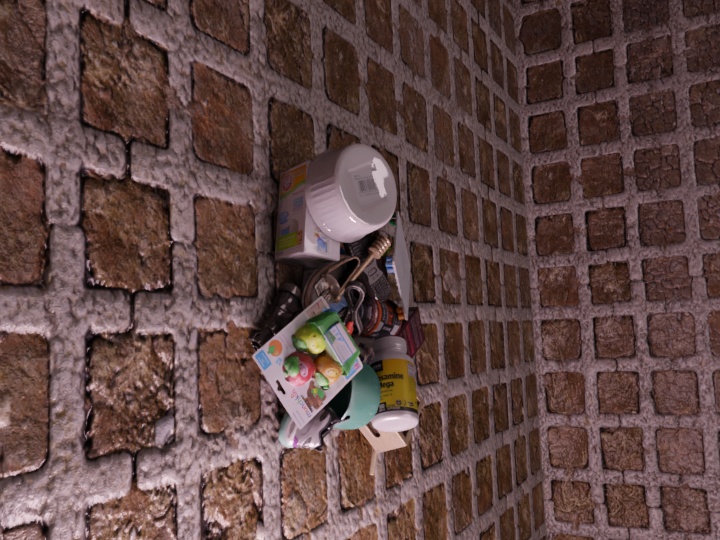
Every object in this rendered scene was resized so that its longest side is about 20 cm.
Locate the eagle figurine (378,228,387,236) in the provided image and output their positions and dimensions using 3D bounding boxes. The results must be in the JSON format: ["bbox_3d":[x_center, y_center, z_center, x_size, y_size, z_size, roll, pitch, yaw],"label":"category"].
[{"bbox_3d":[-0.031,-0.158,1.604,0.151,0.148,0.205,19,58,-77],"label":"eagle figurine"}]

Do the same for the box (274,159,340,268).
[{"bbox_3d":[-0.112,-0.120,1.508,0.100,0.111,0.205,13,73,-40],"label":"box"}]

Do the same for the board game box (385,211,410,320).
[{"bbox_3d":[0.098,-0.012,1.778,0.203,0.025,0.203,-83,163,-47],"label":"board game box"}]

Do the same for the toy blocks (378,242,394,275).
[{"bbox_3d":[0.037,0.004,1.811,0.200,0.097,0.140,-44,133,-75],"label":"toy blocks"}]

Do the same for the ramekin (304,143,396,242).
[{"bbox_3d":[-0.014,-0.168,1.467,0.197,0.097,0.206,10,75,-40],"label":"ramekin"}]

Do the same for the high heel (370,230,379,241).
[{"bbox_3d":[-0.022,-0.086,1.728,0.199,0.071,0.145,41,43,-32],"label":"high heel"}]

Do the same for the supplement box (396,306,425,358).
[{"bbox_3d":[0.117,0.195,1.966,0.200,0.060,0.111,-41,122,-56],"label":"supplement box"}]

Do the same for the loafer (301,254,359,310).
[{"bbox_3d":[-0.063,0.022,1.517,0.201,0.062,0.073,-55,129,-50],"label":"loafer"}]

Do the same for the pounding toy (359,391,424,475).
[{"bbox_3d":[0.055,0.373,1.762,0.202,0.140,0.185,55,37,-16],"label":"pounding toy"}]

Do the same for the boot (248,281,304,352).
[{"bbox_3d":[-0.155,0.143,1.471,0.201,0.068,0.176,54,46,-38],"label":"boot"}]

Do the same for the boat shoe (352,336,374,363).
[{"bbox_3d":[-0.013,0.220,1.726,0.094,0.074,0.200,-63,171,11],"label":"boat shoe"}]

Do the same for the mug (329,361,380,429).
[{"bbox_3d":[-0.022,0.262,1.563,0.113,0.150,0.190,18,84,-39],"label":"mug"}]

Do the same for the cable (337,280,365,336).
[{"bbox_3d":[-0.024,0.100,1.512,0.096,0.201,0.051,27,54,-6],"label":"cable"}]

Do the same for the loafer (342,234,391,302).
[{"bbox_3d":[0.002,-0.015,1.664,0.072,0.071,0.204,-28,101,-27],"label":"loafer"}]

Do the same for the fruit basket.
[{"bbox_3d":[-0.097,0.184,1.404,0.200,0.093,0.188,-41,108,-35],"label":"fruit basket"}]

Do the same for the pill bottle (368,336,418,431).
[{"bbox_3d":[0.075,0.266,1.631,0.112,0.110,0.204,41,39,-52],"label":"pill bottle"}]

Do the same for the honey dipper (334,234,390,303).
[{"bbox_3d":[0.000,0.000,1.598,0.201,0.038,0.038,-52,133,-23],"label":"honey dipper"}]

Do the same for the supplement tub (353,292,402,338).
[{"bbox_3d":[0.023,0.116,1.753,0.199,0.105,0.110,18,70,-60],"label":"supplement tub"}]

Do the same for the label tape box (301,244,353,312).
[{"bbox_3d":[-0.072,0.019,1.633,0.144,0.062,0.205,38,50,-54],"label":"label tape box"}]

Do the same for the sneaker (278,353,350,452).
[{"bbox_3d":[-0.085,0.285,1.472,0.078,0.136,0.205,73,29,-69],"label":"sneaker"}]
